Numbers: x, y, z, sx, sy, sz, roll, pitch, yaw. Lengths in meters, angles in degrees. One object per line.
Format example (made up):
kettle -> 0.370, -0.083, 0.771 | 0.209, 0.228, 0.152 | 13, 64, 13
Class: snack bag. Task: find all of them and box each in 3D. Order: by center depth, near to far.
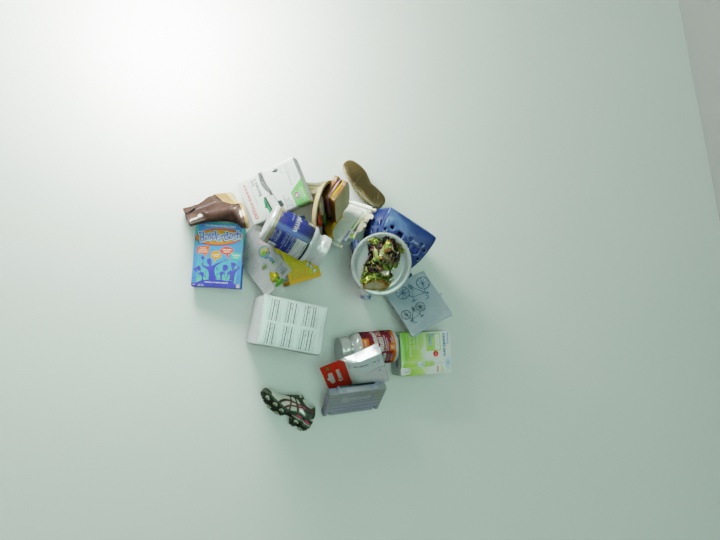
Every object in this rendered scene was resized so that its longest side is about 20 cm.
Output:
snack bag -> 0.203, 0.114, 1.851 | 0.187, 0.021, 0.201 | -25, 67, -22

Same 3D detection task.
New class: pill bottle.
pill bottle -> -0.192, -0.100, 1.593 | 0.198, 0.115, 0.117 | 28, 76, -16
pill bottle -> 0.020, 0.259, 1.763 | 0.197, 0.109, 0.112 | -2, 86, -22

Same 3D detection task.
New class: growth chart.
growth chart -> -0.047, -0.158, 1.777 | 0.144, 0.018, 0.200 | 30, 68, 29

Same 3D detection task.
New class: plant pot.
plant pot -> 0.106, -0.081, 1.785 | 0.198, 0.200, 0.182 | 31, 82, -15

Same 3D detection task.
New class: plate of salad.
plate of salad -> 0.068, -0.018, 1.664 | 0.197, 0.048, 0.204 | -2, 100, -10

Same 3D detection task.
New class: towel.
towel -> 0.000, 0.000, 1.758 | 0.023, 0.147, 0.203 | -11, 89, -7

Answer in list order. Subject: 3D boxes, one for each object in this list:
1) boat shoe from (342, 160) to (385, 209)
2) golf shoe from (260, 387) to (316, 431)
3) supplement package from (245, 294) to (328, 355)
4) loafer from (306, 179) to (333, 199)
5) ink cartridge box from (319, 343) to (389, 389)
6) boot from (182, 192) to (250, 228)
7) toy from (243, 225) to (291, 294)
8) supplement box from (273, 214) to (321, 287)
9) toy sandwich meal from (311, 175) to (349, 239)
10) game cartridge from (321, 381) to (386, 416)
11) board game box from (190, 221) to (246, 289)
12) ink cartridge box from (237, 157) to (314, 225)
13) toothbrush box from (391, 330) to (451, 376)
boat shoe -> 0.005, -0.288, 1.828 | 0.074, 0.066, 0.201 | -34, 83, -19
golf shoe -> -0.229, 0.423, 1.683 | 0.200, 0.077, 0.089 | 42, 53, -15
supplement package -> -0.229, 0.169, 1.631 | 0.197, 0.191, 0.150 | 13, 80, -19
loafer -> -0.159, -0.252, 1.757 | 0.197, 0.076, 0.069 | -14, 84, -22
ink cartridge box -> -0.015, 0.332, 1.701 | 0.198, 0.057, 0.164 | -25, 137, -8
boot -> -0.433, -0.159, 1.597 | 0.165, 0.200, 0.073 | -24, 134, -20
toy -> -0.307, -0.029, 1.661 | 0.115, 0.047, 0.200 | -45, 70, 7
supplement box -> -0.213, -0.060, 1.701 | 0.108, 0.109, 0.203 | -16, 91, -21
toy sandwich meal -> -0.092, -0.195, 1.693 | 0.069, 0.205, 0.208 | 11, 80, 12
game cartridge -> -0.022, 0.417, 1.730 | 0.197, 0.131, 0.039 | -2, 41, -21
board game box -> -0.434, -0.047, 1.631 | 0.149, 0.045, 0.204 | 3, 84, -5
ink cartridge box -> -0.266, -0.244, 1.666 | 0.198, 0.084, 0.148 | -23, 93, 8
toothbrush box -> 0.210, 0.286, 1.847 | 0.197, 0.086, 0.148 | 1, 84, -22
